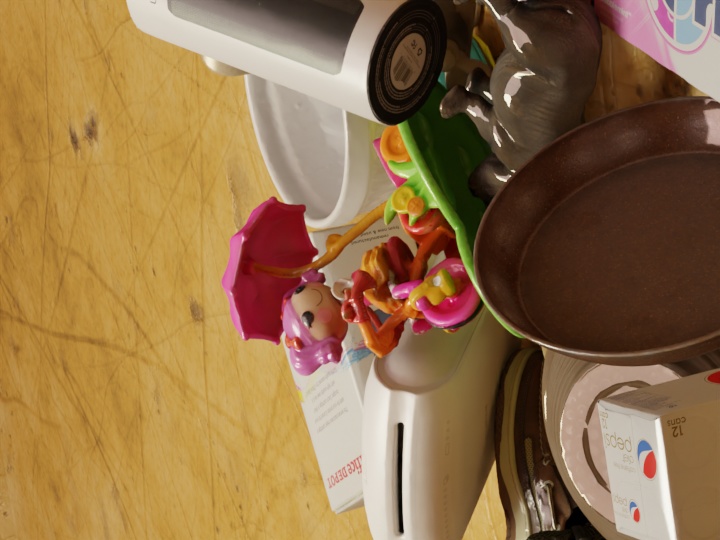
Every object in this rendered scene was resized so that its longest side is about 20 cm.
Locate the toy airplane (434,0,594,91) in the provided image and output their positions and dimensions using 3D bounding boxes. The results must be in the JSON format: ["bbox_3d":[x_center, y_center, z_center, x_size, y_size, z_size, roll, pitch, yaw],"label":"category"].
[{"bbox_3d":[0.067,-0.221,1.377,0.199,0.140,0.202,159,97,-69],"label":"toy airplane"}]

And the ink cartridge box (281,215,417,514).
[{"bbox_3d":[0.006,0.076,1.772,0.145,0.087,0.202,136,121,-66],"label":"ink cartridge box"}]

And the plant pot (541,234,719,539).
[{"bbox_3d":[0.173,0.083,1.227,0.200,0.092,0.203,8,104,34],"label":"plant pot"}]

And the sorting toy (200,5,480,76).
[{"bbox_3d":[-0.008,-0.222,1.483,0.037,0.198,0.186,-126,31,-51],"label":"sorting toy"}]

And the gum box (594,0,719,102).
[{"bbox_3d":[0.198,-0.158,1.180,0.200,0.066,0.114,-134,36,-54],"label":"gum box"}]

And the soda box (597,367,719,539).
[{"bbox_3d":[0.217,0.075,1.081,0.064,0.199,0.069,-169,68,-68],"label":"soda box"}]

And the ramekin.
[{"bbox_3d":[-0.004,-0.138,1.651,0.200,0.104,0.202,168,90,-69],"label":"ramekin"}]

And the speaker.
[{"bbox_3d":[-0.048,-0.156,1.381,0.199,0.081,0.082,24,128,32],"label":"speaker"}]

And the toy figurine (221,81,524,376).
[{"bbox_3d":[0.000,0.000,1.430,0.150,0.183,0.201,34,-148,-50],"label":"toy figurine"}]

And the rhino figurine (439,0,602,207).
[{"bbox_3d":[0.094,-0.090,1.316,0.087,0.060,0.201,25,141,19],"label":"rhino figurine"}]

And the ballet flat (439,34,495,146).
[{"bbox_3d":[0.091,-0.068,1.527,0.067,0.066,0.201,74,179,-69],"label":"ballet flat"}]

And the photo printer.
[{"bbox_3d":[0.055,0.089,1.526,0.200,0.069,0.167,-61,-25,-51],"label":"photo printer"}]

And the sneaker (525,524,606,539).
[{"bbox_3d":[0.168,0.191,1.392,0.199,0.113,0.077,-9,95,67],"label":"sneaker"}]

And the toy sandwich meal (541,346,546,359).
[{"bbox_3d":[0.168,0.015,1.366,0.205,0.070,0.207,179,90,-70],"label":"toy sandwich meal"}]

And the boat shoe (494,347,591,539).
[{"bbox_3d":[0.138,0.154,1.530,0.074,0.075,0.204,-2,89,27],"label":"boat shoe"}]

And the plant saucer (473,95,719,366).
[{"bbox_3d":[0.160,-0.016,1.206,0.200,0.199,0.035,49,166,51],"label":"plant saucer"}]
